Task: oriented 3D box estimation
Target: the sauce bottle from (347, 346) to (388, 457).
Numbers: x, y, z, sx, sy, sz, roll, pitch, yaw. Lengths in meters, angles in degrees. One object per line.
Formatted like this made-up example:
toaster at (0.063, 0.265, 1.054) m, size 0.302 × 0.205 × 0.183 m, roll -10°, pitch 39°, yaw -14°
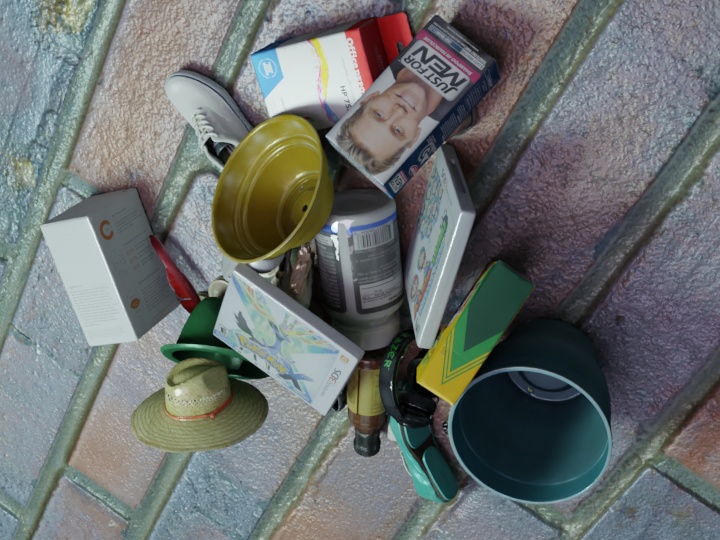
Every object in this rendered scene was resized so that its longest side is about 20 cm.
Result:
sauce bottle at (0.011, 0.184, 1.522) m, size 0.066 × 0.066 × 0.200 m, roll 17°, pitch 130°, yaw 16°

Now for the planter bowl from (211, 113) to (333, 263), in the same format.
planter bowl at (-0.095, -0.091, 1.357) m, size 0.200 × 0.201 × 0.083 m, roll -29°, pitch 143°, yaw 32°

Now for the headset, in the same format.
headset at (0.098, 0.171, 1.475) m, size 0.094 × 0.124 × 0.200 m, roll 8°, pitch 144°, yaw 37°

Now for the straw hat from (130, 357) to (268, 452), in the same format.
straw hat at (-0.234, 0.173, 1.521) m, size 0.201 × 0.201 × 0.085 m, roll 9°, pitch 119°, yaw 20°

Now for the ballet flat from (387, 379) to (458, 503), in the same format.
ballet flat at (0.076, 0.255, 1.557) m, size 0.070 × 0.067 × 0.200 m, roll -11°, pitch 107°, yaw 43°

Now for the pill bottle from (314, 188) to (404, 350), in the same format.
pill bottle at (0.000, 0.000, 1.436) m, size 0.114 × 0.114 × 0.200 m, roll 4°, pitch 115°, yaw 22°

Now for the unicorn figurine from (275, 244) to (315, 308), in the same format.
unicorn figurine at (-0.088, 0.052, 1.460) m, size 0.074 × 0.138 × 0.200 m, roll -6°, pitch 154°, yaw 7°

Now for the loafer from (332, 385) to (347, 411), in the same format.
loafer at (-0.080, 0.120, 1.537) m, size 0.068 × 0.070 × 0.201 m, roll -33°, pitch 105°, yaw 32°

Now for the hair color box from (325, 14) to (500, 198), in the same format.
hair color box at (0.064, -0.196, 1.273) m, size 0.100 × 0.061 × 0.200 m, roll 41°, pitch 89°, yaw 18°

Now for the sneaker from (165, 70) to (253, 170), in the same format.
sneaker at (-0.196, -0.195, 1.453) m, size 0.200 × 0.071 × 0.073 m, roll 43°, pitch 123°, yaw 0°

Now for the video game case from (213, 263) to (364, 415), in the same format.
video game case at (-0.102, 0.096, 1.416) m, size 0.200 × 0.022 × 0.182 m, roll 36°, pitch 146°, yaw 6°

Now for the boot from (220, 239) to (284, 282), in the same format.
boot at (-0.150, -0.014, 1.456) m, size 0.073 × 0.200 × 0.096 m, roll 4°, pitch 111°, yaw -14°

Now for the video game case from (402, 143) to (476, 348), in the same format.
video game case at (0.095, -0.033, 1.343) m, size 0.024 × 0.182 × 0.200 m, roll 9°, pitch 121°, yaw -11°

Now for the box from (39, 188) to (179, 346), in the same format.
box at (-0.373, -0.005, 1.591) m, size 0.097 × 0.124 × 0.200 m, roll -8°, pitch 110°, yaw 27°

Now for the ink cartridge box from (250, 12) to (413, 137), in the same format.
ink cartridge box at (-0.027, -0.249, 1.354) m, size 0.200 × 0.067 × 0.116 m, roll -8°, pitch 111°, yaw 26°

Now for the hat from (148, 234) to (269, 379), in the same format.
hat at (-0.207, 0.053, 1.586) m, size 0.165 × 0.176 × 0.200 m, roll -8°, pitch 155°, yaw 40°

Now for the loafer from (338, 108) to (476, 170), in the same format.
loafer at (0.050, -0.174, 1.359) m, size 0.200 × 0.063 × 0.072 m, roll -17°, pitch 107°, yaw 29°

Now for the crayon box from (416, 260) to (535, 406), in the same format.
crayon box at (0.139, 0.074, 1.322) m, size 0.058 × 0.200 × 0.173 m, roll 35°, pitch 91°, yaw 3°

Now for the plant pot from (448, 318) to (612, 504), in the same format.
plant pot at (0.231, 0.161, 1.363) m, size 0.200 × 0.188 × 0.200 m, roll 8°, pitch 119°, yaw 15°

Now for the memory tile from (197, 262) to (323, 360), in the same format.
memory tile at (-0.159, 0.060, 1.594) m, size 0.200 × 0.017 × 0.153 m, roll -35°, pitch 97°, yaw 33°
